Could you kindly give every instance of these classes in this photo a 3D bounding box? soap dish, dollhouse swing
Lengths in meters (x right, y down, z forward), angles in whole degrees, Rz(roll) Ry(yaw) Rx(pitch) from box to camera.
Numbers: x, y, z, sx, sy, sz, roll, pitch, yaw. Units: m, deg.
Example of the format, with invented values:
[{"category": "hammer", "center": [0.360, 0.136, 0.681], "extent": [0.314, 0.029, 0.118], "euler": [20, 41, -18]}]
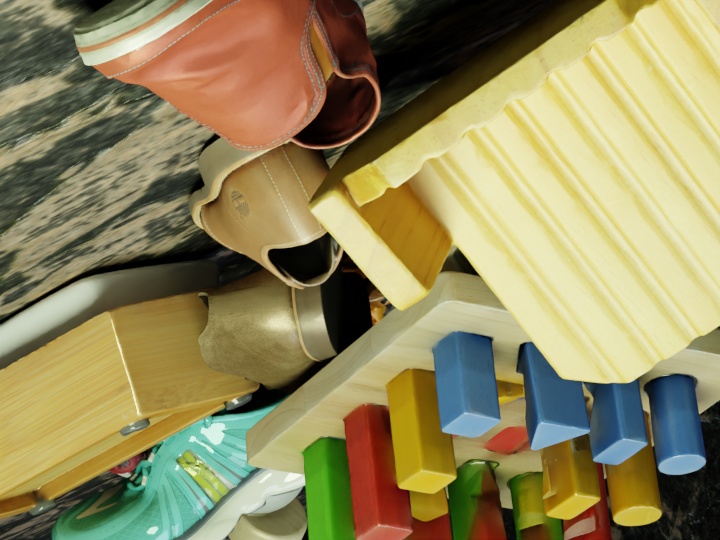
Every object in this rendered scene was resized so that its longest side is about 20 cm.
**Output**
[{"category": "soap dish", "center": [-0.161, 0.071, 1.488], "extent": [0.199, 0.082, 0.157], "euler": [-29, 172, 25]}, {"category": "dollhouse swing", "center": [0.115, -0.030, 1.236], "extent": [0.200, 0.176, 0.182], "euler": [-33, -172, 14]}]

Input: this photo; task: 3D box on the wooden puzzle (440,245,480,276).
[{"category": "wooden puzzle", "center": [0.111, -0.030, 1.408], "extent": [0.200, 0.037, 0.185], "euler": [-46, 148, -4]}]

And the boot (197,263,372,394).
[{"category": "boot", "center": [-0.034, 0.037, 1.485], "extent": [0.075, 0.074, 0.200], "euler": [-8, 162, 10]}]

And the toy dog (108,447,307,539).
[{"category": "toy dog", "center": [-0.108, 0.093, 1.681], "extent": [0.132, 0.200, 0.097], "euler": [-46, -155, 25]}]

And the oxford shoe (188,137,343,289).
[{"category": "oxford shoe", "center": [-0.038, -0.021, 1.327], "extent": [0.071, 0.072, 0.200], "euler": [-27, 174, -2]}]

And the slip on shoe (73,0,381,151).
[{"category": "slip on shoe", "center": [-0.039, -0.076, 0.997], "extent": [0.074, 0.061, 0.200], "euler": [-26, 171, 16]}]

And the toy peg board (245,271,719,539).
[{"category": "toy peg board", "center": [0.076, 0.102, 1.429], "extent": [0.199, 0.098, 0.199], "euler": [11, 148, -30]}]

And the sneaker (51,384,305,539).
[{"category": "sneaker", "center": [-0.092, 0.101, 1.577], "extent": [0.199, 0.080, 0.077], "euler": [-33, -144, -11]}]

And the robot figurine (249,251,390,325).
[{"category": "robot figurine", "center": [0.000, 0.000, 1.616], "extent": [0.145, 0.058, 0.200], "euler": [-24, 172, -26]}]
